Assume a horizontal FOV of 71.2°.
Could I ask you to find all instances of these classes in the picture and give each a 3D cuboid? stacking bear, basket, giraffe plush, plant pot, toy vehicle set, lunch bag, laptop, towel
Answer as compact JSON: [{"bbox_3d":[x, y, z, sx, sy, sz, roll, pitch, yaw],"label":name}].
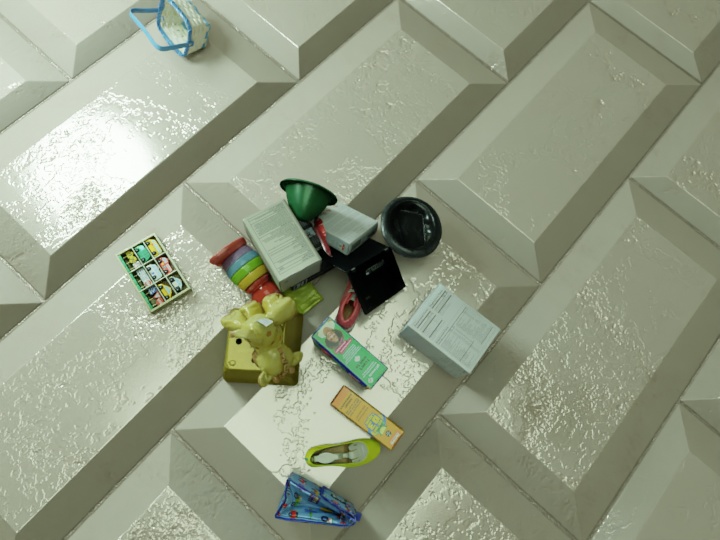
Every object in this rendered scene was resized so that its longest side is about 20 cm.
[{"bbox_3d":[-0.303,0.018,1.391,0.114,0.121,0.200,-40,90,-6],"label":"stacking bear"},{"bbox_3d":[-0.583,-0.753,1.563,0.200,0.139,0.176,-27,75,-43],"label":"basket"},{"bbox_3d":[-0.207,0.164,1.148,0.172,0.200,0.162,-21,109,-12],"label":"giraffe plush"},{"bbox_3d":[-0.257,0.192,1.295,0.200,0.176,0.200,4,78,-3],"label":"plant pot"},{"bbox_3d":[-0.577,0.007,1.407,0.124,0.027,0.200,-34,79,-13],"label":"toy vehicle set"},{"bbox_3d":[-0.095,0.572,1.217,0.200,0.151,0.094,18,73,1],"label":"lunch bag"},{"bbox_3d":[0.000,0.000,1.421,0.187,0.116,0.200,-31,103,-41],"label":"laptop"},{"bbox_3d":[-0.199,0.029,1.439,0.086,0.018,0.200,-38,80,-13],"label":"towel"}]

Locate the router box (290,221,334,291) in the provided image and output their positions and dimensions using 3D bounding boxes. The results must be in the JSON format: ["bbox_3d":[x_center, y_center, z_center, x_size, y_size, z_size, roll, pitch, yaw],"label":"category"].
[{"bbox_3d":[-0.178,-0.065,1.440,0.157,0.052,0.200,-29,78,-21],"label":"router box"}]

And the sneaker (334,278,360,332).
[{"bbox_3d":[-0.013,0.075,1.404,0.074,0.087,0.200,19,71,0],"label":"sneaker"}]

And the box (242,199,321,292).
[{"bbox_3d":[-0.208,-0.065,1.345,0.128,0.109,0.200,-29,78,-14],"label":"box"}]

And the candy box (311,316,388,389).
[{"bbox_3d":[-0.030,0.221,1.318,0.200,0.169,0.077,39,78,7],"label":"candy box"}]

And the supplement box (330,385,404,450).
[{"bbox_3d":[0.018,0.387,1.327,0.200,0.069,0.067,36,76,4],"label":"supplement box"}]

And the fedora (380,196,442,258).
[{"bbox_3d":[0.139,-0.113,1.467,0.200,0.092,0.201,4,64,-9],"label":"fedora"}]

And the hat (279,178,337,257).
[{"bbox_3d":[-0.159,-0.137,1.360,0.165,0.200,0.176,19,79,-20],"label":"hat"}]

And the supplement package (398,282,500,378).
[{"bbox_3d":[0.236,0.167,1.366,0.200,0.152,0.151,38,74,7],"label":"supplement package"}]

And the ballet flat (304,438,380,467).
[{"bbox_3d":[-0.043,0.475,1.295,0.200,0.067,0.067,-5,73,-7],"label":"ballet flat"}]

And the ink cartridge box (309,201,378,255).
[{"bbox_3d":[-0.073,-0.134,1.454,0.200,0.050,0.162,27,39,20],"label":"ink cartridge box"}]
